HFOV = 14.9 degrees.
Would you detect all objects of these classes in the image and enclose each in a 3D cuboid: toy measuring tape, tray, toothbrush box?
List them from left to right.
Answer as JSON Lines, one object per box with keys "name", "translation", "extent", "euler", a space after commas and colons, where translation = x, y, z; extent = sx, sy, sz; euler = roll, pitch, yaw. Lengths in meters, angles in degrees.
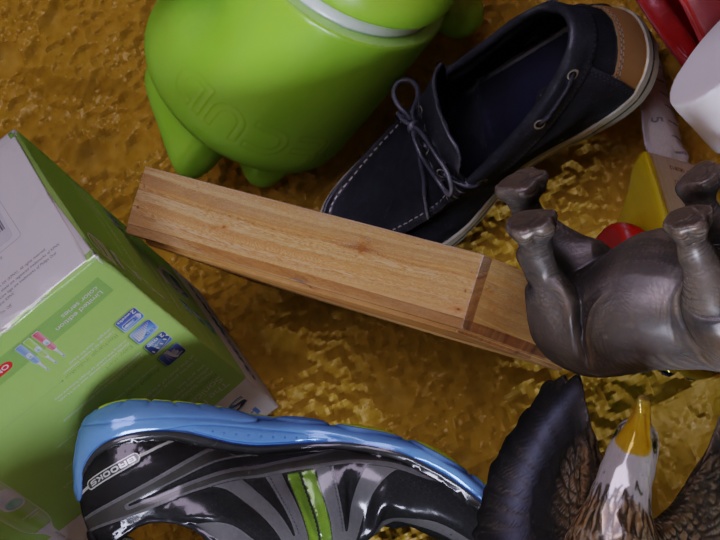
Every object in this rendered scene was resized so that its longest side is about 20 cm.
{"name": "toothbrush box", "translation": [-0.150, 0.046, 1.260], "extent": [0.145, 0.200, 0.086], "euler": [-39, 58, 4]}
{"name": "tray", "translation": [0.000, 0.000, 1.234], "extent": [0.199, 0.099, 0.037], "euler": [14, 86, 39]}
{"name": "toy measuring tape", "translation": [0.131, -0.022, 1.259], "extent": [0.073, 0.074, 0.200], "euler": [-23, 45, 12]}

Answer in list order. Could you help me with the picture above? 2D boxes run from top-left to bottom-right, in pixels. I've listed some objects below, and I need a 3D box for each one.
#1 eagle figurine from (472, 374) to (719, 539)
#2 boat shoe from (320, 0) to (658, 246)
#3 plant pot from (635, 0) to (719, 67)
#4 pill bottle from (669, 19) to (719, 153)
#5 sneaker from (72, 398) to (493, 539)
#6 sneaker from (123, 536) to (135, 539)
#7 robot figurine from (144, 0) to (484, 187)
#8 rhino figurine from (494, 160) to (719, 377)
{"name": "eagle figurine", "translation": [0.106, 0.114, 1.115], "extent": [0.152, 0.200, 0.151], "euler": [45, 112, 7]}
{"name": "boat shoe", "translation": [0.047, -0.064, 1.283], "extent": [0.200, 0.062, 0.075], "euler": [-33, 57, 32]}
{"name": "plant pot", "translation": [0.186, -0.200, 1.225], "extent": [0.182, 0.200, 0.201], "euler": [-32, 60, 5]}
{"name": "pill bottle", "translation": [0.226, -0.031, 1.127], "extent": [0.200, 0.114, 0.114], "euler": [44, 89, -11]}
{"name": "sneaker", "translation": [-0.031, 0.107, 1.232], "extent": [0.199, 0.071, 0.083], "euler": [7, 84, -10]}
{"name": "sneaker", "translation": [-0.118, 0.174, 1.215], "extent": [0.129, 0.199, 0.080], "euler": [32, 122, 42]}
{"name": "robot figurine", "translation": [-0.027, -0.127, 1.305], "extent": [0.200, 0.175, 0.116], "euler": [-50, 46, 40]}
{"name": "rhino figurine", "translation": [0.142, 0.006, 1.095], "extent": [0.199, 0.088, 0.060], "euler": [1, 35, 39]}
